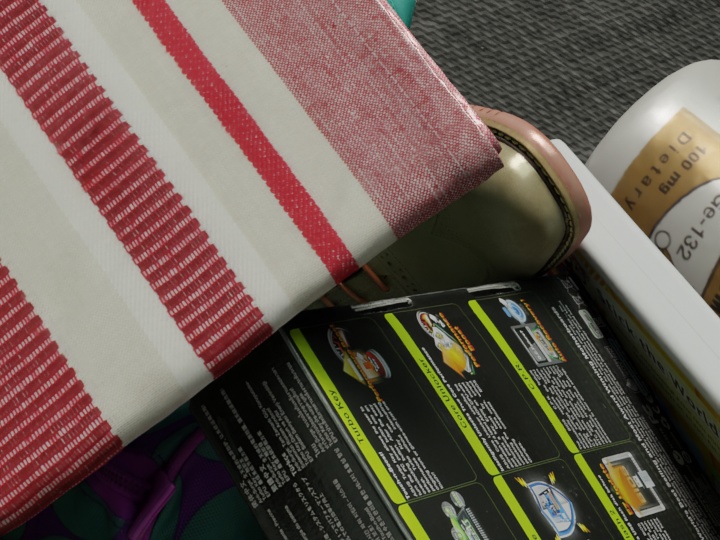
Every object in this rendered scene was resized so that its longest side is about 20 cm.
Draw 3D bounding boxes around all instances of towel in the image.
[{"bbox_3d":[-0.076,-0.020,0.833,0.144,0.200,0.023,53,-1,30],"label":"towel"}]

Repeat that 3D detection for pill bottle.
[{"bbox_3d":[0.187,0.013,1.217,0.200,0.115,0.114,40,31,25],"label":"pill bottle"}]

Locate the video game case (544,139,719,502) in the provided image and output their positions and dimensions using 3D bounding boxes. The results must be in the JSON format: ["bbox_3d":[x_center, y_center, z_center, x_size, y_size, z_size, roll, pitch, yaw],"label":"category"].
[{"bbox_3d":[0.124,0.075,0.985,0.023,0.182,0.200,-30,49,-9],"label":"video game case"}]

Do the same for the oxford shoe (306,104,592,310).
[{"bbox_3d":[0.000,0.000,0.987,0.074,0.200,0.071,-42,102,-33],"label":"oxford shoe"}]

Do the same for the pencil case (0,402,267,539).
[{"bbox_3d":[-0.106,0.042,0.923,0.199,0.085,0.092,27,-5,35],"label":"pencil case"}]

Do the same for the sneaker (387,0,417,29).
[{"bbox_3d":[-0.053,-0.028,0.947,0.083,0.200,0.121,28,56,-18],"label":"sneaker"}]

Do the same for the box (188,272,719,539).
[{"bbox_3d":[0.060,0.098,0.875,0.201,0.047,0.193,58,29,13],"label":"box"}]
